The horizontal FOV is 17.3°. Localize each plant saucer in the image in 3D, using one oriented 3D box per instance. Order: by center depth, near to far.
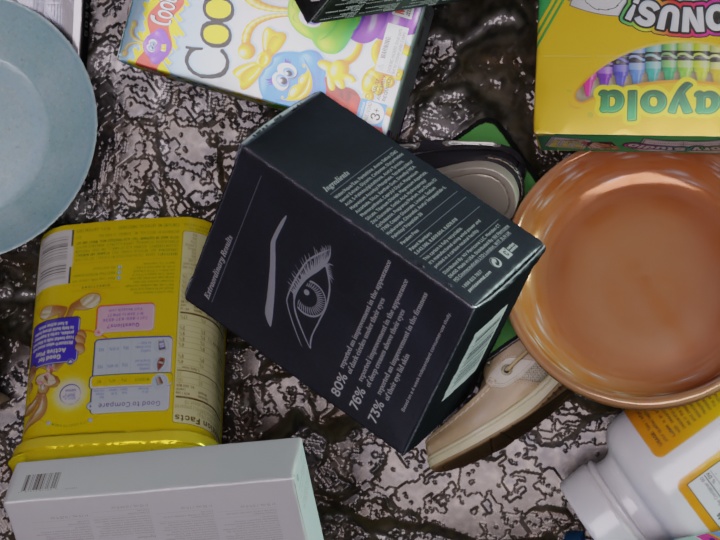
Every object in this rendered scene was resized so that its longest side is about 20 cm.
[{"bbox_3d":[0.198,0.003,1.637,0.199,0.037,0.201,-3,70,7],"label":"plant saucer"},{"bbox_3d":[-0.289,-0.102,1.713,0.200,0.039,0.202,0,80,-1],"label":"plant saucer"}]

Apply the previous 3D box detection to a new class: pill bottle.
[{"bbox_3d":[0.244,0.125,1.662,0.200,0.111,0.111,-36,87,5],"label":"pill bottle"}]

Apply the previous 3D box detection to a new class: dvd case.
[{"bbox_3d":[-0.275,-0.217,1.753,0.149,0.025,0.201,3,91,5],"label":"dvd case"}]

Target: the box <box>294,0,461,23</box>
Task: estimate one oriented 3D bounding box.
[{"bbox_3d":[0.003,-0.269,1.631,0.048,0.199,0.194,-43,69,45],"label":"box"}]

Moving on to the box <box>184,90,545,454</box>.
[{"bbox_3d":[0.000,0.000,1.609,0.200,0.104,0.148,36,130,13],"label":"box"}]

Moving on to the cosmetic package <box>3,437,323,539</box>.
[{"bbox_3d":[-0.125,0.194,1.593,0.199,0.052,0.151,-5,120,9],"label":"cosmetic package"}]

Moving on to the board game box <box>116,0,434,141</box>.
[{"bbox_3d":[-0.059,-0.169,1.692,0.199,0.105,0.104,16,92,6],"label":"board game box"}]

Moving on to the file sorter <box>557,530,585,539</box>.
[{"bbox_3d":[0.096,0.265,1.635,0.122,0.200,0.140,-4,90,8],"label":"file sorter"}]

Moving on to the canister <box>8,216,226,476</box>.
[{"bbox_3d":[-0.165,0.067,1.674,0.148,0.087,0.201,-3,60,8],"label":"canister"}]

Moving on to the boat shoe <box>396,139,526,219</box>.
[{"bbox_3d":[0.026,-0.058,1.709,0.199,0.063,0.073,-3,119,23],"label":"boat shoe"}]

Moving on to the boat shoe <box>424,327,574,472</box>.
[{"bbox_3d":[0.121,0.070,1.698,0.200,0.072,0.065,-38,76,4],"label":"boat shoe"}]

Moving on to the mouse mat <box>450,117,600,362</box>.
[{"bbox_3d":[0.055,0.001,1.703,0.200,0.008,0.161,-35,66,5],"label":"mouse mat"}]

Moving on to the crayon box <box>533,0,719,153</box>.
[{"bbox_3d":[0.222,-0.169,1.625,0.199,0.058,0.173,1,78,9],"label":"crayon box"}]

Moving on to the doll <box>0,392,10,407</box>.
[{"bbox_3d":[-0.345,0.030,1.749,0.136,0.048,0.201,-30,88,4],"label":"doll"}]

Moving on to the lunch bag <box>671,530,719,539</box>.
[{"bbox_3d":[0.250,0.263,1.631,0.199,0.077,0.161,-8,116,-25],"label":"lunch bag"}]
